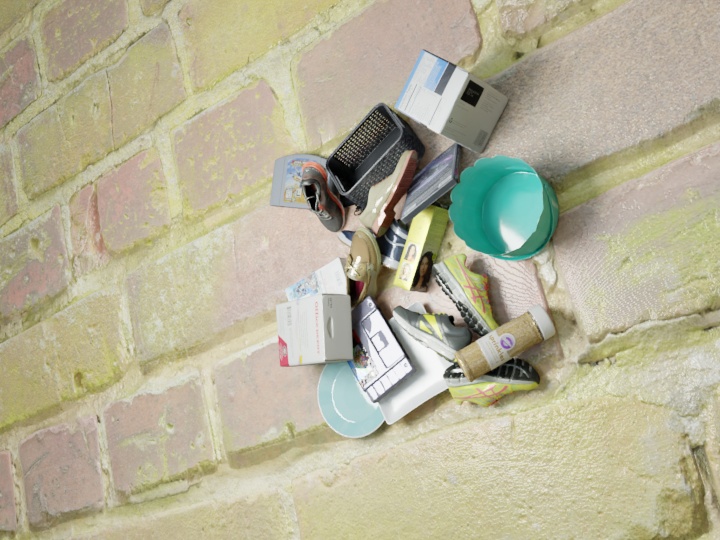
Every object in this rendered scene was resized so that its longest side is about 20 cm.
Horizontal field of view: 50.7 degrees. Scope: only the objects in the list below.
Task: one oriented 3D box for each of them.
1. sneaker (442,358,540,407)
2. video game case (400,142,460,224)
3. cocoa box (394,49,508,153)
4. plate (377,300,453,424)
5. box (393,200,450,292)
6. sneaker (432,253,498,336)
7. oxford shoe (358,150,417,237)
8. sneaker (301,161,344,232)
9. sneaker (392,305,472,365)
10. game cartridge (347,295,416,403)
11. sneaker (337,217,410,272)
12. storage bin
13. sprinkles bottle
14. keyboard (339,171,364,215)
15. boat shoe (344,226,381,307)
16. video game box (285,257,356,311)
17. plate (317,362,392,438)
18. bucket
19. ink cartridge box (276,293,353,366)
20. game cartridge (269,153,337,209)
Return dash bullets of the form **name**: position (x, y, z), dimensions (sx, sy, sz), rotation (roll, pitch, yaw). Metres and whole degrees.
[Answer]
- **sneaker**: position (0.272, 0.236, 1.553), dimensions (0.196, 0.078, 0.092), rotation (-5, 113, 26)
- **video game case**: position (0.151, -0.188, 1.606), dimensions (0.142, 0.201, 0.019), rotation (-38, 107, 27)
- **cocoa box**: position (0.190, -0.347, 1.569), dimensions (0.131, 0.198, 0.135), rotation (36, 106, 31)
- **plate**: position (0.101, 0.203, 1.674), dimensions (0.198, 0.032, 0.202), rotation (-36, 66, 18)
- **box**: position (0.136, -0.056, 1.660), dimensions (0.050, 0.075, 0.204), rotation (21, 99, 35)
- **sneaker**: position (0.238, 0.050, 1.573), dimensions (0.090, 0.078, 0.202), rotation (-33, 82, -11)
- **oxford shoe**: position (0.056, -0.176, 1.639), dimensions (0.073, 0.070, 0.203), rotation (33, 105, 21)
- **sneaker**: position (-0.098, -0.153, 1.760), dimensions (0.076, 0.202, 0.083), rotation (-3, 45, 25)
- **sneaker**: position (0.155, 0.121, 1.607), dimensions (0.198, 0.074, 0.085), rotation (33, 84, 30)
- **game cartridge**: position (0.025, 0.175, 1.684), dimensions (0.129, 0.038, 0.202), rotation (-38, 64, 13)
- **sneaker**: position (0.040, -0.080, 1.730), dimensions (0.198, 0.070, 0.110), rotation (28, 97, 36)
- **storage bin**: position (0.032, -0.254, 1.707), dimensions (0.200, 0.093, 0.136), rotation (-45, 48, 18)
- **sprinkles bottle**: position (0.285, 0.144, 1.500), dimensions (0.198, 0.068, 0.069), rotation (-30, 69, 1)
- **keyboard**: position (0.028, -0.195, 1.765), dimensions (0.197, 0.039, 0.107), rotation (-13, 78, 34)
- **boat shoe**: position (0.000, 0.000, 1.683), dimensions (0.073, 0.066, 0.203), rotation (27, 136, 33)
- **video game box**: position (-0.078, 0.100, 1.810), dimensions (0.180, 0.046, 0.204), rotation (-28, 71, 28)
- **plate**: position (-0.010, 0.281, 1.749), dimensions (0.196, 0.025, 0.205), rotation (-6, 78, 28)
- **bucket**: position (0.294, -0.121, 1.519), dimensions (0.204, 0.134, 0.212), rotation (-4, 84, 35)
- **ink cartridge box**: position (-0.106, 0.138, 1.716), dimensions (0.198, 0.084, 0.151), rotation (-13, 78, 51)
- **game cartridge**: position (-0.141, -0.220, 1.885), dimensions (0.197, 0.041, 0.136), rotation (7, 94, 35)
